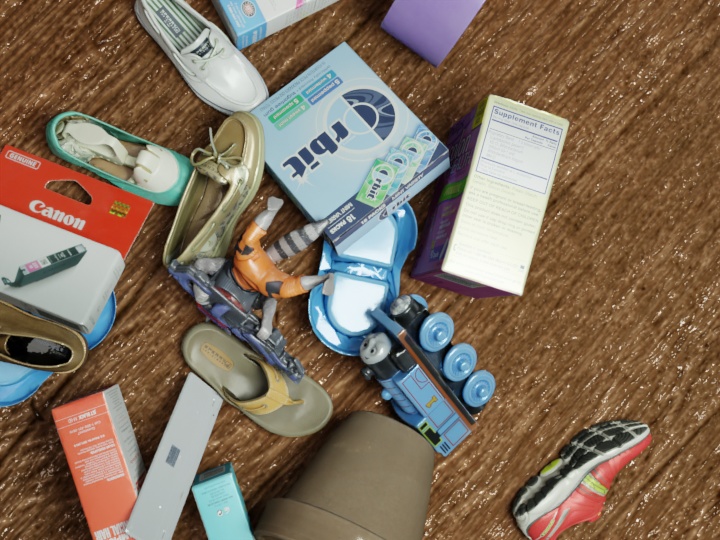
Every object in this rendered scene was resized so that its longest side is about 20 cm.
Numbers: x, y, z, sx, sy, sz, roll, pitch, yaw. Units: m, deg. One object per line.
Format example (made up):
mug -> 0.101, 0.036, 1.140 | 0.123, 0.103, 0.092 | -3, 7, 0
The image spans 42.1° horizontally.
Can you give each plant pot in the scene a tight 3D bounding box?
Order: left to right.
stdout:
plant pot -> 0.004, 0.263, 1.059 | 0.199, 0.200, 0.176 | 30, 65, -5

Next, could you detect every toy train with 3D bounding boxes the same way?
toy train -> 0.075, 0.118, 1.081 | 0.114, 0.087, 0.200 | -44, 124, -8

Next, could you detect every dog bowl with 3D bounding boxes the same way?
dog bowl -> -0.369, 0.069, 1.070 | 0.199, 0.050, 0.112 | -38, 93, -7
dog bowl -> 0.000, 0.000, 1.117 | 0.110, 0.050, 0.202 | 12, 85, -7

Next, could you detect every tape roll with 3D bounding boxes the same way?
tape roll -> 0.112, -0.342, 1.080 | 0.085, 0.200, 0.201 | 35, 83, -5

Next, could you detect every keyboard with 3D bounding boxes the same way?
keyboard -> -0.205, 0.211, 1.043 | 0.056, 0.011, 0.201 | 40, 47, -28

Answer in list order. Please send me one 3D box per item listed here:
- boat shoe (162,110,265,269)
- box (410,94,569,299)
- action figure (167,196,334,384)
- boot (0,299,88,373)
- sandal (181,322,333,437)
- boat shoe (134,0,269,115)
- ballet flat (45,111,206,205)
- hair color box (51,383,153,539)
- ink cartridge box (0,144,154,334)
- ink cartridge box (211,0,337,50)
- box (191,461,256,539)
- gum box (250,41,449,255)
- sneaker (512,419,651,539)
boat shoe -> -0.168, -0.088, 1.072 | 0.073, 0.062, 0.202 | 23, 97, 31
box -> 0.143, -0.077, 1.083 | 0.096, 0.176, 0.202 | 17, 86, -7
action figure -> -0.103, 0.024, 1.053 | 0.200, 0.193, 0.105 | 48, 42, -17
boot -> -0.397, 0.066, 1.004 | 0.198, 0.075, 0.074 | 13, 87, -6
sandal -> -0.124, 0.131, 1.098 | 0.199, 0.054, 0.081 | 35, 83, -5
boat shoe -> -0.191, -0.256, 1.100 | 0.200, 0.067, 0.074 | 40, 83, -5
ballet flat -> -0.271, -0.128, 1.081 | 0.198, 0.070, 0.068 | 21, 82, -7
hair color box -> -0.276, 0.235, 1.044 | 0.063, 0.111, 0.202 | -19, 90, -7
ink cartridge box -> -0.355, -0.045, 1.042 | 0.198, 0.044, 0.175 | 21, 69, 3
ink cartridge box -> -0.086, -0.365, 1.119 | 0.199, 0.068, 0.116 | -28, 92, -8
box -> -0.139, 0.328, 1.073 | 0.049, 0.082, 0.202 | -19, 90, -9
gum box -> -0.022, -0.146, 1.093 | 0.169, 0.045, 0.200 | -38, 68, -8
sneaker -> 0.278, 0.261, 1.149 | 0.199, 0.077, 0.085 | -37, 104, -1
